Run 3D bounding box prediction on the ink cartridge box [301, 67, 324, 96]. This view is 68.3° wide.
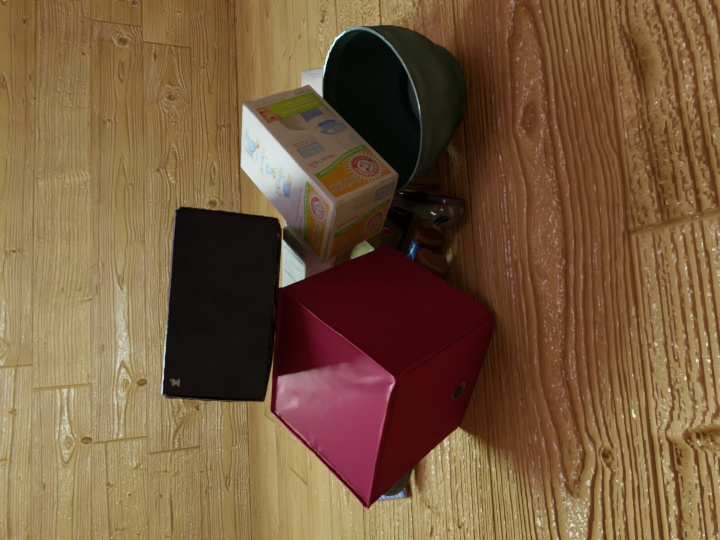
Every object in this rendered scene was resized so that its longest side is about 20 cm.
[{"bbox_3d":[-0.037,-0.200,0.838,0.065,0.115,0.209,6,98,32],"label":"ink cartridge box"}]

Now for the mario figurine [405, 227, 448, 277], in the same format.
[{"bbox_3d":[0.080,0.033,0.813,0.105,0.123,0.202,39,134,8],"label":"mario figurine"}]

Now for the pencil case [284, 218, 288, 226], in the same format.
[{"bbox_3d":[-0.079,-0.056,0.971,0.083,0.086,0.201,37,165,18],"label":"pencil case"}]

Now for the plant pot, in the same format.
[{"bbox_3d":[0.057,-0.221,0.701,0.199,0.132,0.206,37,140,38],"label":"plant pot"}]

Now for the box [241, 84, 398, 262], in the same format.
[{"bbox_3d":[-0.059,-0.130,0.694,0.201,0.110,0.103,49,145,23],"label":"box"}]

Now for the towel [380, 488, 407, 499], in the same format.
[{"bbox_3d":[0.020,0.354,0.988,0.149,0.023,0.201,67,155,16],"label":"towel"}]

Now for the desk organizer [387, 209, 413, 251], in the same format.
[{"bbox_3d":[0.018,-0.090,0.934,0.199,0.075,0.074,39,145,54],"label":"desk organizer"}]

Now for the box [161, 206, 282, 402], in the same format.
[{"bbox_3d":[-0.164,0.036,0.669,0.197,0.119,0.209,-166,80,-84],"label":"box"}]

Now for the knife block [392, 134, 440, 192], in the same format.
[{"bbox_3d":[0.061,-0.225,0.832,0.200,0.062,0.183,-143,54,-66],"label":"knife block"}]

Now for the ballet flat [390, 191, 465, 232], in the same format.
[{"bbox_3d":[0.086,-0.089,0.777,0.199,0.065,0.048,25,113,62],"label":"ballet flat"}]

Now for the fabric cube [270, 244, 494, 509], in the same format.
[{"bbox_3d":[0.022,0.119,0.675,0.197,0.196,0.203,32,125,33],"label":"fabric cube"}]

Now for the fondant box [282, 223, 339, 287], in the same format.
[{"bbox_3d":[-0.056,-0.026,0.856,0.058,0.143,0.202,42,150,17],"label":"fondant box"}]

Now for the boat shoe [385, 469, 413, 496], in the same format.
[{"bbox_3d":[0.051,0.260,0.881,0.065,0.071,0.211,160,111,-74],"label":"boat shoe"}]

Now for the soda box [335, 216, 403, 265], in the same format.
[{"bbox_3d":[0.000,0.000,0.846,0.064,0.067,0.203,41,141,18],"label":"soda box"}]
